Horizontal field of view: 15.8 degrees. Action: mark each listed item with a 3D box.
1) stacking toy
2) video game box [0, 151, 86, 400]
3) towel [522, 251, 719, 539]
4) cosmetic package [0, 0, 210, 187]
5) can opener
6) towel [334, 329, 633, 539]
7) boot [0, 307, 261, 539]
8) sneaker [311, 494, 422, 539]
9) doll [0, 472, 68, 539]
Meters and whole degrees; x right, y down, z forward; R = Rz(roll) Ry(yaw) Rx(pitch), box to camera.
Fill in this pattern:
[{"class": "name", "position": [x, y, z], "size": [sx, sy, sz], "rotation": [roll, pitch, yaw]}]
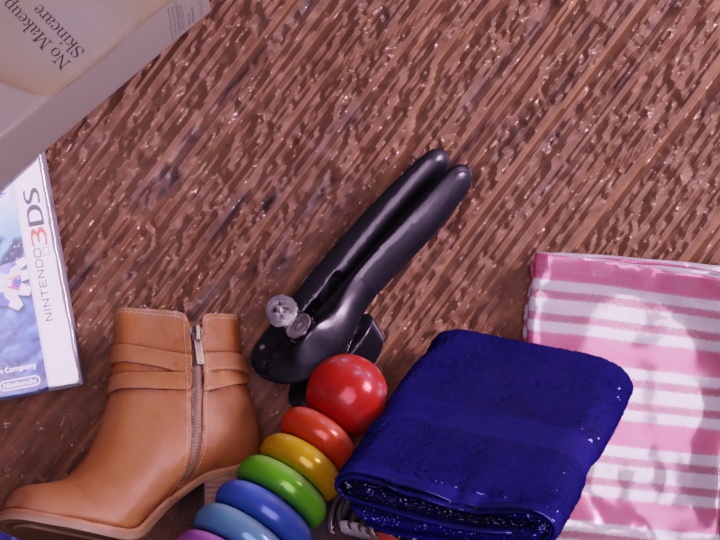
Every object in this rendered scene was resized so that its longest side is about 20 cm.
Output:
[{"class": "stacking toy", "position": [-0.047, 0.140, 1.669], "size": [0.085, 0.085, 0.200], "rotation": [36, 69, -2]}, {"class": "video game box", "position": [-0.294, 0.005, 1.722], "size": [0.199, 0.047, 0.183], "rotation": [-11, 87, -4]}, {"class": "towel", "position": [0.179, 0.091, 1.756], "size": [0.145, 0.030, 0.201], "rotation": [5, 89, -3]}, {"class": "cosmetic package", "position": [-0.204, -0.155, 1.691], "size": [0.200, 0.073, 0.104], "rotation": [-42, 76, -14]}, {"class": "can opener", "position": [0.000, 0.000, 1.740], "size": [0.063, 0.079, 0.200], "rotation": [30, 83, 36]}, {"class": "towel", "position": [0.083, 0.111, 1.662], "size": [0.147, 0.200, 0.050], "rotation": [12, 121, 17]}, {"class": "boot", "position": [-0.153, 0.101, 1.689], "size": [0.199, 0.074, 0.156], "rotation": [3, 80, -41]}, {"class": "sneaker", "position": [0.021, 0.156, 1.685], "size": [0.199, 0.082, 0.077], "rotation": [7, 73, 30]}, {"class": "doll", "position": [-0.265, 0.210, 1.716], "size": [0.199, 0.048, 0.137], "rotation": [-31, 90, -7]}]
